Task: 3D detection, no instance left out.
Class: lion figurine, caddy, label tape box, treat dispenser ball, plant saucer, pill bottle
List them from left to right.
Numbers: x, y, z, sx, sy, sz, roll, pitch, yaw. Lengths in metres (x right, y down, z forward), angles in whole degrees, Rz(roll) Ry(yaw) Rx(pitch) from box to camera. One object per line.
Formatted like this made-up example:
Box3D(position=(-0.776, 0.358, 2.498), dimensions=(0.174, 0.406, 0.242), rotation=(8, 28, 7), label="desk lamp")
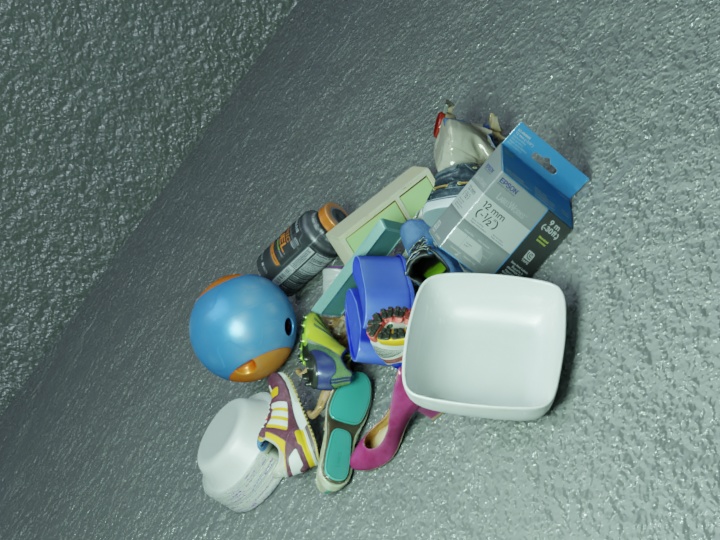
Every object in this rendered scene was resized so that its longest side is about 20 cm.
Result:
Box3D(position=(-0.218, 0.106, 1.996), dimensions=(0.201, 0.200, 0.202), rotation=(-42, 27, 27), label="treat dispenser ball")
Box3D(position=(-0.104, -0.046, 2.098), dimensions=(0.200, 0.106, 0.107), rotation=(-41, 27, 28), label="pill bottle")
Box3D(position=(-0.041, 0.167, 1.769), dimensions=(0.122, 0.072, 0.201), rotation=(-41, 41, 14), label="lion figurine")
Box3D(position=(0.000, 0.000, 1.747), dimensions=(0.201, 0.070, 0.019), rotation=(-53, 57, 20), label="plant saucer")
Box3D(position=(0.041, 0.062, 1.669), dimensions=(0.201, 0.104, 0.142), rotation=(-100, 18, -53), label="caddy")
Box3D(position=(0.214, -0.081, 1.491), dimensions=(0.200, 0.143, 0.066), rotation=(-49, 24, 13), label="label tape box")

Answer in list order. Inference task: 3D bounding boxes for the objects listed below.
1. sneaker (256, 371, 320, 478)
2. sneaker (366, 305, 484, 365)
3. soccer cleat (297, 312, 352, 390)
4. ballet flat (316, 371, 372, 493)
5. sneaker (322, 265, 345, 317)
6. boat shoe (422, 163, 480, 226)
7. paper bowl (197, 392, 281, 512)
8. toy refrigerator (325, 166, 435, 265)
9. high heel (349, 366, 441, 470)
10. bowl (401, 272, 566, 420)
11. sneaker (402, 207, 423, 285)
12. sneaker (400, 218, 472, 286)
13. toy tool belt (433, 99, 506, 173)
Box3D(position=(-0.132, 0.244, 1.729), dimensions=(0.089, 0.075, 0.200), rotation=(-21, 41, -9), label="sneaker")
Box3D(position=(0.112, 0.094, 1.483), dimensions=(0.198, 0.083, 0.078), rotation=(0, 45, 18), label="sneaker")
Box3D(position=(-0.055, 0.130, 1.706), dimensions=(0.200, 0.083, 0.065), rotation=(-107, 21, -64), label="soccer cleat")
Box3D(position=(-0.033, 0.246, 1.640), dimensions=(0.062, 0.067, 0.201), rotation=(121, 169, -53), label="ballet flat")
Box3D(position=(-0.003, 0.044, 1.861), dimensions=(0.199, 0.074, 0.101), rotation=(3, 84, 60), label="sneaker")
Box3D(position=(0.189, -0.120, 1.616), dimensions=(0.199, 0.071, 0.092), rotation=(-3, 54, 31), label="boat shoe")
Box3D(position=(-0.201, 0.300, 1.837), dimensions=(0.201, 0.104, 0.201), rotation=(-43, 25, 26), label="paper bowl")
Box3D(position=(0.047, -0.088, 1.821), dimensions=(0.200, 0.076, 0.070), rotation=(-38, 20, -15), label="toy refrigerator")
Box3D(position=(0.030, 0.211, 1.521), dimensions=(0.200, 0.096, 0.068), rotation=(-39, 28, 33), label="high heel")
Box3D(position=(0.158, 0.103, 1.362), dimensions=(0.198, 0.075, 0.201), rotation=(5, 54, 12), label="bowl")
Box3D(position=(0.106, -0.055, 1.744), dimensions=(0.200, 0.081, 0.075), rotation=(-50, 26, 17), label="sneaker")
Box3D(position=(0.107, -0.020, 1.627), dimensions=(0.079, 0.089, 0.200), rotation=(-52, 40, 16), label="sneaker")
Box3D(position=(0.187, -0.202, 1.773), dimensions=(0.200, 0.122, 0.126), rotation=(-89, 13, -65), label="toy tool belt")
